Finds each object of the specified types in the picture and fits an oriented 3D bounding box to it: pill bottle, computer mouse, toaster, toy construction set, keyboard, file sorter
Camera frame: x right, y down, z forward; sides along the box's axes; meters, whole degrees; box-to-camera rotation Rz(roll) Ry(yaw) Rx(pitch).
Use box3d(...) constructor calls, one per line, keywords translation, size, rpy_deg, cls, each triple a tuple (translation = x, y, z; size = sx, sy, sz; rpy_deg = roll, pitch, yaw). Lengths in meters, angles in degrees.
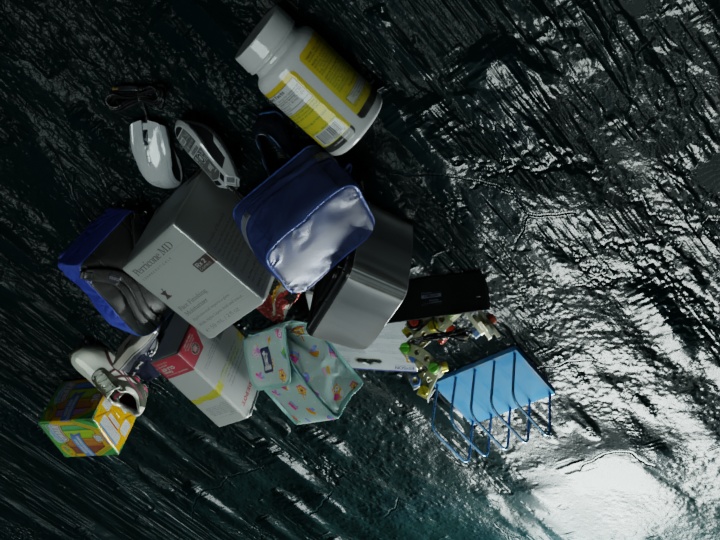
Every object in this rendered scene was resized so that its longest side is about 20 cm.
box3d(translation=(-0.073, -0.269, 1.172), size=(0.199, 0.116, 0.114), rpy_deg=(40, 129, -21), cls="pill bottle")
box3d(translation=(-0.216, -0.167, 1.315), size=(0.201, 0.044, 0.109), rpy_deg=(51, 157, -9), cls="computer mouse")
box3d(translation=(0.000, 0.000, 1.354), size=(0.116, 0.183, 0.201), rpy_deg=(21, 133, -13), cls="toaster")
box3d(translation=(0.148, 0.118, 1.443), size=(0.132, 0.198, 0.093), rpy_deg=(51, 168, 21), cls="toy construction set")
box3d(translation=(0.124, 0.070, 1.411), size=(0.195, 0.130, 0.021), rpy_deg=(-8, 154, 12), cls="keyboard")
box3d(translation=(-0.342, -0.208, 1.346), size=(0.107, 0.044, 0.203), rpy_deg=(1, 131, 13), cls="computer mouse")
box3d(translation=(0.247, 0.261, 1.561), size=(0.198, 0.124, 0.139), rpy_deg=(-27, 120, 33), cls="file sorter")

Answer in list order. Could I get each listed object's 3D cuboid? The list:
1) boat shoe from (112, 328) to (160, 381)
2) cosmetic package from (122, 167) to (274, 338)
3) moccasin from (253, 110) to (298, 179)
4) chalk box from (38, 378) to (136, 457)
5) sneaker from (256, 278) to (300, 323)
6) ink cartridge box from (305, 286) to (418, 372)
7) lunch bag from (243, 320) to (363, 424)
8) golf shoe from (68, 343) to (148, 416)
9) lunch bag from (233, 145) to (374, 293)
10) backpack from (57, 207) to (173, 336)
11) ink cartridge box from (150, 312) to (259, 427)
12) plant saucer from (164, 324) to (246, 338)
box3d(translation=(-0.430, 0.161, 1.691), size=(0.092, 0.076, 0.199), rpy_deg=(29, 140, -21), cls="boat shoe")
box3d(translation=(-0.258, -0.031, 1.399), size=(0.199, 0.167, 0.164), rpy_deg=(41, 129, -22), cls="cosmetic package")
box3d(translation=(-0.127, -0.155, 1.320), size=(0.079, 0.069, 0.202), rpy_deg=(-12, 128, 24), cls="moccasin")
box3d(translation=(-0.625, 0.330, 1.850), size=(0.196, 0.125, 0.126), rpy_deg=(-9, 129, 21), cls="chalk box")
box3d(translation=(-0.138, 0.033, 1.490), size=(0.078, 0.083, 0.199), rpy_deg=(41, 147, -8), cls="sneaker")
box3d(translation=(0.008, 0.105, 1.540), size=(0.191, 0.044, 0.203), rpy_deg=(2, 135, 13), cls="ink cartridge box")
box3d(translation=(-0.120, 0.184, 1.546), size=(0.201, 0.123, 0.169), rpy_deg=(48, 147, -16), cls="lunch bag")
box3d(translation=(-0.529, 0.230, 1.749), size=(0.077, 0.088, 0.200), rpy_deg=(-45, 116, 5), cls="golf shoe")
box3d(translation=(-0.082, -0.087, 1.233), size=(0.199, 0.132, 0.137), rpy_deg=(-39, 144, -7), cls="lunch bag")
box3d(translation=(-0.423, 0.005, 1.485), size=(0.166, 0.163, 0.201), rpy_deg=(11, 144, 49), cls="backpack")
box3d(translation=(-0.281, 0.175, 1.562), size=(0.082, 0.147, 0.201), rpy_deg=(-21, 124, 31), cls="ink cartridge box")
box3d(translation=(-0.300, 0.156, 1.673), size=(0.195, 0.032, 0.203), rpy_deg=(7, 132, 8), cls="plant saucer")
